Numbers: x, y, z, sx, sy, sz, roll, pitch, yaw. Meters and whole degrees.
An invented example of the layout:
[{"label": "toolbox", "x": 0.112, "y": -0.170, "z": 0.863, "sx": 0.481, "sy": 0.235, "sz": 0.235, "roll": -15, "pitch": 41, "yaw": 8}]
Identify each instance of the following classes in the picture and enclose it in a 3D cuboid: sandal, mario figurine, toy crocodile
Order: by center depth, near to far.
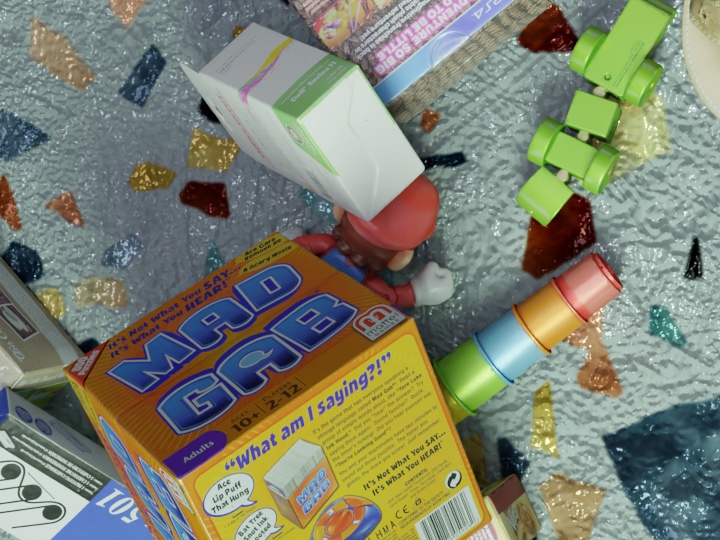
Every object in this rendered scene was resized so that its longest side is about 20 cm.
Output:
[{"label": "sandal", "x": 0.281, "y": -0.215, "z": 1.314, "sx": 0.078, "sy": 0.070, "sz": 0.212, "roll": -4, "pitch": 91, "yaw": 16}, {"label": "toy crocodile", "x": 0.187, "y": -0.127, "z": 1.354, "sx": 0.067, "sy": 0.062, "sz": 0.200, "roll": 27, "pitch": 94, "yaw": 14}, {"label": "mario figurine", "x": 0.000, "y": 0.000, "z": 1.412, "sx": 0.123, "sy": 0.106, "sz": 0.200, "roll": 29, "pitch": 114, "yaw": -23}]

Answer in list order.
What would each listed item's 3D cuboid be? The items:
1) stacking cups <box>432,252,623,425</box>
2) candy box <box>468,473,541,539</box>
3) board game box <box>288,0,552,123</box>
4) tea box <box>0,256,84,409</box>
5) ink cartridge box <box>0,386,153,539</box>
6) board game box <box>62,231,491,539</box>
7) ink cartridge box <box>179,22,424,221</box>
[{"label": "stacking cups", "x": 0.120, "y": 0.056, "z": 1.379, "sx": 0.200, "sy": 0.061, "sz": 0.061, "roll": -40, "pitch": 81, "yaw": 10}, {"label": "candy box", "x": 0.038, "y": 0.233, "z": 1.373, "sx": 0.200, "sy": 0.115, "sz": 0.055, "roll": -26, "pitch": 85, "yaw": 15}, {"label": "board game box", "x": 0.027, "y": -0.246, "z": 1.372, "sx": 0.159, "sy": 0.097, "sz": 0.200, "roll": -38, "pitch": 82, "yaw": 14}, {"label": "tea box", "x": -0.385, "y": 0.075, "z": 1.482, "sx": 0.197, "sy": 0.134, "sz": 0.200, "roll": -44, "pitch": 81, "yaw": 14}, {"label": "ink cartridge box", "x": -0.248, "y": 0.187, "z": 1.429, "sx": 0.094, "sy": 0.044, "sz": 0.200, "roll": -44, "pitch": 123, "yaw": 13}, {"label": "board game box", "x": -0.061, "y": 0.129, "z": 1.269, "sx": 0.200, "sy": 0.200, "sz": 0.200, "roll": -33, "pitch": 124, "yaw": -18}, {"label": "ink cartridge box", "x": -0.051, "y": -0.125, "z": 1.359, "sx": 0.067, "sy": 0.117, "sz": 0.200, "roll": -45, "pitch": 38, "yaw": -12}]
